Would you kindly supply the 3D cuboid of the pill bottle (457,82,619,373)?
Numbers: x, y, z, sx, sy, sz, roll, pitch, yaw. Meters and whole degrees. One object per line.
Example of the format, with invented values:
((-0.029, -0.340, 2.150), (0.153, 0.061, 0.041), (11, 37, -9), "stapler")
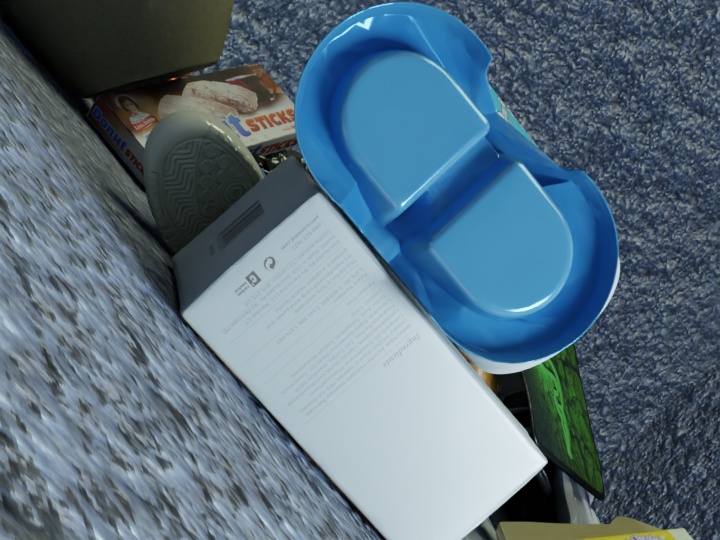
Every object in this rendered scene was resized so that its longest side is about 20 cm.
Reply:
((0.053, -0.044, 0.870), (0.200, 0.111, 0.111), (49, 2, -19), "pill bottle")

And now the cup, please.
((-0.167, -0.203, 1.062), (0.200, 0.199, 0.144), (-115, -169, -84), "cup")

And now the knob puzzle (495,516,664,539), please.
((0.196, 0.233, 0.948), (0.218, 0.031, 0.220), (13, 30, -8), "knob puzzle")

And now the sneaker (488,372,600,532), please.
((0.120, 0.129, 1.076), (0.140, 0.077, 0.201), (46, 26, -58), "sneaker")

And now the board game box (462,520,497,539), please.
((0.083, 0.201, 1.060), (0.200, 0.026, 0.200), (52, 3, 41), "board game box")

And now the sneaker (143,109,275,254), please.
((-0.091, -0.047, 0.973), (0.200, 0.077, 0.111), (55, 4, -45), "sneaker")

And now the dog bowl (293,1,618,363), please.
((0.045, -0.043, 0.778), (0.200, 0.111, 0.050), (49, -11, -9), "dog bowl")

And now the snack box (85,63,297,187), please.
((-0.113, -0.109, 1.114), (0.072, 0.024, 0.200), (50, 32, 10), "snack box")

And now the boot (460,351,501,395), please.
((0.064, 0.044, 1.094), (0.201, 0.070, 0.145), (-165, -104, -86), "boot")

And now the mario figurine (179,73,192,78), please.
((-0.199, -0.165, 1.273), (0.200, 0.105, 0.124), (-50, 137, -78), "mario figurine")

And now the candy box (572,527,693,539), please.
((0.151, 0.203, 0.903), (0.199, 0.027, 0.102), (2, 32, -35), "candy box")

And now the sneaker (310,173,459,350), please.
((0.019, 0.032, 0.951), (0.060, 0.104, 0.201), (-62, 154, -59), "sneaker")

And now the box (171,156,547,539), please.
((-0.004, 0.049, 0.848), (0.200, 0.097, 0.124), (49, 1, -15), "box")

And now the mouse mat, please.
((0.133, 0.053, 1.075), (0.161, 0.007, 0.201), (40, 36, -57), "mouse mat")

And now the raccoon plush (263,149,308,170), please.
((-0.102, -0.044, 1.149), (0.199, 0.097, 0.134), (22, 26, -25), "raccoon plush")
